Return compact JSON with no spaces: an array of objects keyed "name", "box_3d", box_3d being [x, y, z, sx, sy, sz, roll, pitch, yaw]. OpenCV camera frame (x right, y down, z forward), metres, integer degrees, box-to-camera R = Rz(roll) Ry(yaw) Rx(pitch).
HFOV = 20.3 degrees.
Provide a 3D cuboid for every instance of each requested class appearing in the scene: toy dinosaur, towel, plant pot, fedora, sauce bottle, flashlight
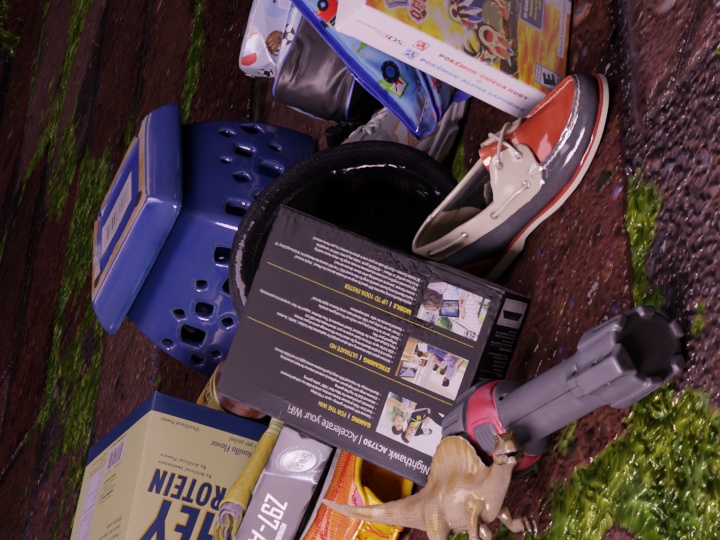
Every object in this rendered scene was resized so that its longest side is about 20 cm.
[{"name":"toy dinosaur","box_3d":[0.061,0.160,1.307,0.200,0.058,0.102,-30,71,49]},{"name":"towel","box_3d":[-0.071,0.129,1.644,0.144,0.023,0.201,106,-171,-69]},{"name":"plant pot","box_3d":[-0.157,-0.033,1.969,0.201,0.179,0.201,-59,24,33]},{"name":"fedora","box_3d":[0.000,0.000,1.571,0.092,0.199,0.202,59,-138,-71]},{"name":"sauce bottle","box_3d":[-0.105,0.106,1.831,0.200,0.065,0.067,125,157,-62]},{"name":"flashlight","box_3d":[0.128,0.077,1.262,0.200,0.068,0.068,-37,39,52]}]

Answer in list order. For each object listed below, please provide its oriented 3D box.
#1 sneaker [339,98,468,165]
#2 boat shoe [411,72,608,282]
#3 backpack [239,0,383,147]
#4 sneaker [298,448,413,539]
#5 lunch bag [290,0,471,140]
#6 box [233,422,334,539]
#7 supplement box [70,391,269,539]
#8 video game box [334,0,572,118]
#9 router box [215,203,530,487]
[{"name":"sneaker","box_3d":[0.026,-0.108,1.658,0.076,0.091,0.202,-21,53,66]},{"name":"boat shoe","box_3d":[0.108,-0.068,1.441,0.200,0.062,0.072,-54,24,39]},{"name":"backpack","box_3d":[-0.015,-0.217,1.760,0.201,0.153,0.190,-67,-14,6]},{"name":"sneaker","box_3d":[-0.005,0.199,1.499,0.077,0.072,0.202,-9,65,67]},{"name":"lunch bag","box_3d":[0.037,-0.215,1.586,0.094,0.200,0.151,-17,33,34]},{"name":"box","box_3d":[-0.056,0.171,1.599,0.200,0.043,0.161,-56,-11,-77]},{"name":"supplement box","box_3d":[-0.177,0.248,1.837,0.200,0.133,0.201,-39,37,57]},{"name":"video game box","box_3d":[0.076,-0.232,1.490,0.047,0.181,0.201,-34,42,51]},{"name":"router box","box_3d":[0.006,0.054,1.451,0.199,0.051,0.150,22,94,29]}]
